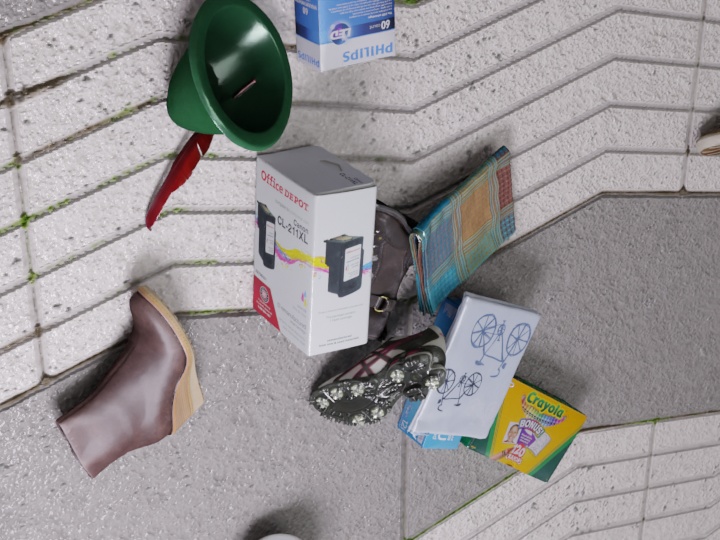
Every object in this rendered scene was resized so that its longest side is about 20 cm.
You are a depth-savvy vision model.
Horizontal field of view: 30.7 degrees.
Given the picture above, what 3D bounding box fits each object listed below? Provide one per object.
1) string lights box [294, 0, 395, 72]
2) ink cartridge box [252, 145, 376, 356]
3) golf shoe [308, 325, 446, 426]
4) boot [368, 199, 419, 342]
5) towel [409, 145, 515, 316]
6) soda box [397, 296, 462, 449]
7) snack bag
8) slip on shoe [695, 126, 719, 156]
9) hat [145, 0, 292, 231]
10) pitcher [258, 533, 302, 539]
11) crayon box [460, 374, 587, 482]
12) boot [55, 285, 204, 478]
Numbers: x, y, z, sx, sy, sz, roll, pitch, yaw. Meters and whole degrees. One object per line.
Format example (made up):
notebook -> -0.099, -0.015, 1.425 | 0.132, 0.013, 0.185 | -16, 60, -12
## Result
string lights box -> -0.019, -0.330, 1.446 | 0.103, 0.059, 0.200 | -17, 121, -28
ink cartridge box -> -0.057, -0.026, 1.512 | 0.083, 0.146, 0.200 | -11, 118, -29
golf shoe -> 0.027, 0.136, 1.669 | 0.200, 0.088, 0.077 | -22, 120, 27
boot -> 0.000, 0.000, 1.617 | 0.200, 0.069, 0.174 | 26, 95, -43
towel -> 0.136, -0.051, 1.680 | 0.200, 0.022, 0.147 | -42, 140, -31
soda box -> 0.123, 0.140, 1.780 | 0.068, 0.064, 0.200 | 8, 107, -38
snack bag -> 0.151, 0.132, 1.728 | 0.189, 0.021, 0.200 | 13, 102, -52
slip on shoe -> 0.573, -0.221, 1.937 | 0.200, 0.076, 0.061 | -18, 82, -19
hat -> -0.192, -0.185, 1.420 | 0.166, 0.176, 0.200 | 44, 46, -39
pitcher -> -0.132, 0.448, 1.724 | 0.171, 0.121, 0.200 | -8, 129, -16
crayon box -> 0.228, 0.221, 1.901 | 0.200, 0.058, 0.119 | 28, 94, -41
boot -> -0.269, 0.130, 1.482 | 0.166, 0.072, 0.200 | -32, 131, -22
